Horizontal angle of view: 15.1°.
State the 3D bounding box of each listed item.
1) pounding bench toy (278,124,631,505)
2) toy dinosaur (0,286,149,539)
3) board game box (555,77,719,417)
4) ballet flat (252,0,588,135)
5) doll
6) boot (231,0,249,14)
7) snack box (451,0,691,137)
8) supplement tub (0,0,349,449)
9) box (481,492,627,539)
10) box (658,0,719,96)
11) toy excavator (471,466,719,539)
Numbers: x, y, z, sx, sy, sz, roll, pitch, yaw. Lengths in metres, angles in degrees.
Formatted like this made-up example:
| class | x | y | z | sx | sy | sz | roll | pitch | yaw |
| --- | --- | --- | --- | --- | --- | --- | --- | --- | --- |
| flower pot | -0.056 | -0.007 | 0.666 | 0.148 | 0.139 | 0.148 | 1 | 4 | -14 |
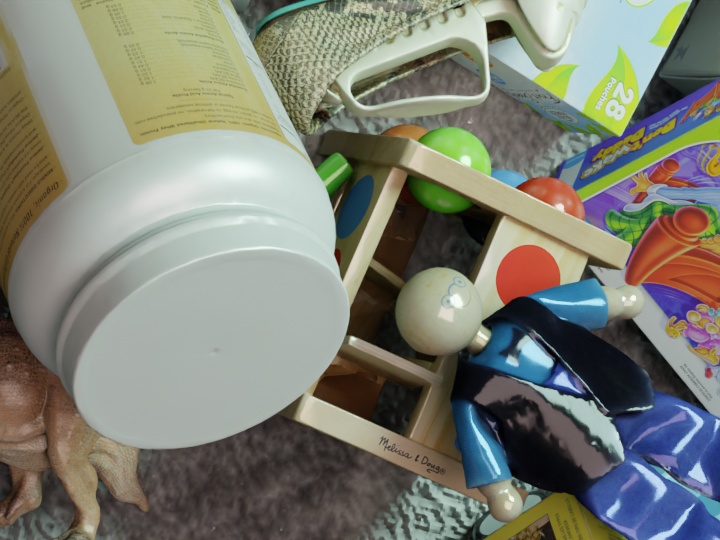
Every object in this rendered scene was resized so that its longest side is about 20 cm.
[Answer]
| class | x | y | z | sx | sy | sz | roll | pitch | yaw |
| --- | --- | --- | --- | --- | --- | --- | --- | --- | --- |
| pounding bench toy | 0.000 | 0.000 | 1.285 | 0.199 | 0.124 | 0.157 | 24 | 87 | -21 |
| toy dinosaur | -0.159 | 0.049 | 1.257 | 0.200 | 0.086 | 0.136 | 25 | 79 | -26 |
| board game box | 0.206 | 0.003 | 1.360 | 0.200 | 0.134 | 0.045 | 49 | 37 | -17 |
| ballet flat | 0.048 | -0.112 | 1.250 | 0.199 | 0.068 | 0.075 | -24 | 67 | -12 |
| doll | 0.102 | 0.061 | 1.225 | 0.200 | 0.048 | 0.137 | 32 | 62 | -6 |
| boot | -0.063 | -0.226 | 1.269 | 0.131 | 0.070 | 0.201 | -28 | 104 | -16 |
| snack box | 0.076 | -0.186 | 1.327 | 0.200 | 0.068 | 0.169 | 29 | 85 | -21 |
| supplement tub | -0.096 | -0.038 | 1.174 | 0.144 | 0.200 | 0.145 | -16 | 142 | -13 |
| box | 0.051 | 0.178 | 1.293 | 0.200 | 0.050 | 0.075 | -36 | 142 | 23 |
| box | 0.264 | -0.084 | 1.400 | 0.200 | 0.078 | 0.095 | 32 | 85 | -20 |
| toy excavator | 0.179 | 0.139 | 1.325 | 0.194 | 0.200 | 0.100 | -32 | 106 | -14 |
